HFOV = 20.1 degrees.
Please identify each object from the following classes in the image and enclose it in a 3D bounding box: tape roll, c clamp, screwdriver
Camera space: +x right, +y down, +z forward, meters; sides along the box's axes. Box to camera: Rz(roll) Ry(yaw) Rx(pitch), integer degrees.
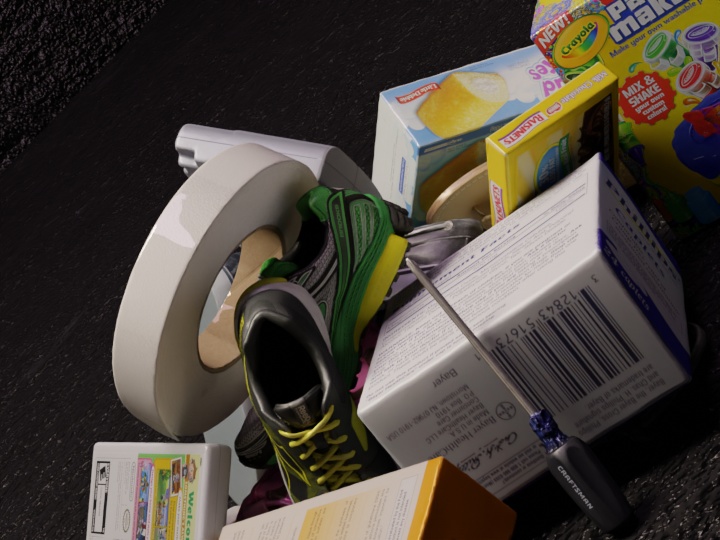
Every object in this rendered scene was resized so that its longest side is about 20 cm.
[{"bbox_3d":[-0.093,0.014,1.350,0.037,0.203,0.203,25,54,21],"label":"tape roll"},{"bbox_3d":[0.133,0.105,1.300,0.200,0.027,0.171,-30,14,33],"label":"c clamp"},{"bbox_3d":[0.091,0.070,1.174,0.028,0.200,0.029,-38,3,-18],"label":"screwdriver"}]

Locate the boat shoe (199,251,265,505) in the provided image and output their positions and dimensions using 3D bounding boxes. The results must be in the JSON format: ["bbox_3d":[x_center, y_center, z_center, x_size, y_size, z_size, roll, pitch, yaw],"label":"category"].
[{"bbox_3d":[-0.072,0.080,1.553,0.091,0.200,0.071,-19,19,-34],"label":"boat shoe"}]

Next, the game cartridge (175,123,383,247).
[{"bbox_3d":[-0.049,-0.051,1.515,0.200,0.133,0.041,60,-133,-67],"label":"game cartridge"}]

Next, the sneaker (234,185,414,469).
[{"bbox_3d":[-0.043,0.036,1.353,0.078,0.085,0.200,15,83,65],"label":"sneaker"}]

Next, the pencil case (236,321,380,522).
[{"bbox_3d":[-0.012,0.127,1.410,0.091,0.094,0.200,-13,31,39],"label":"pencil case"}]

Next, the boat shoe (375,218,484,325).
[{"bbox_3d":[-0.001,-0.001,1.458,0.199,0.074,0.068,-11,70,33],"label":"boat shoe"}]

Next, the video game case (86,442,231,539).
[{"bbox_3d":[-0.143,0.216,1.367,0.182,0.022,0.200,-8,77,59],"label":"video game case"}]

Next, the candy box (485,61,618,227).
[{"bbox_3d":[0.137,-0.048,1.414,0.102,0.200,0.026,-33,56,-16],"label":"candy box"}]

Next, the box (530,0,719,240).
[{"bbox_3d":[0.258,-0.165,1.432,0.200,0.193,0.122,-32,18,24],"label":"box"}]

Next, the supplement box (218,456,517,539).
[{"bbox_3d":[-0.011,0.202,1.212,0.200,0.074,0.126,-22,39,42],"label":"supplement box"}]

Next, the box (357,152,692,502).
[{"bbox_3d":[0.108,0.042,1.288,0.184,0.105,0.200,-35,13,18],"label":"box"}]

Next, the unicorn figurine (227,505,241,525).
[{"bbox_3d":[-0.130,0.223,1.475,0.200,0.074,0.137,-24,10,-2],"label":"unicorn figurine"}]

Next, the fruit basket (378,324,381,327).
[{"bbox_3d":[0.055,0.030,1.577,0.185,0.094,0.200,-31,3,23],"label":"fruit basket"}]

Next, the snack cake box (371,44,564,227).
[{"bbox_3d":[0.112,-0.103,1.559,0.200,0.115,0.067,-20,52,-20],"label":"snack cake box"}]

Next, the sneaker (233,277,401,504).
[{"bbox_3d":[-0.031,0.103,1.279,0.074,0.200,0.085,-27,3,6],"label":"sneaker"}]

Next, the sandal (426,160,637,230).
[{"bbox_3d":[0.155,-0.050,1.521,0.212,0.070,0.078,-17,-34,-32],"label":"sandal"}]
